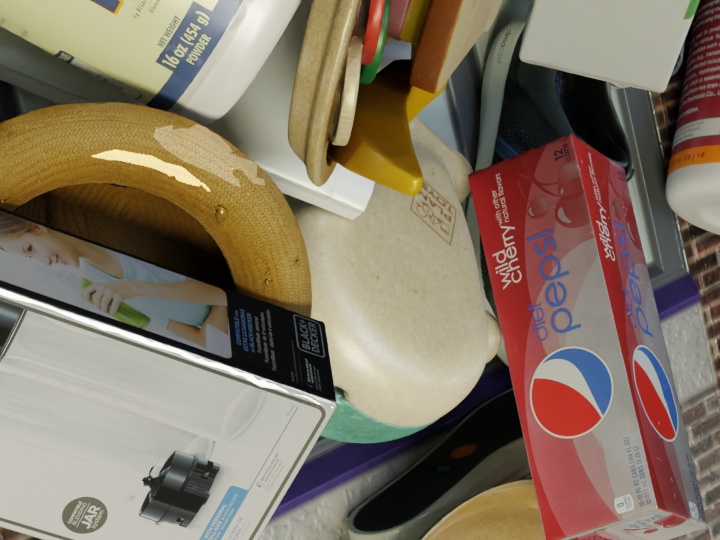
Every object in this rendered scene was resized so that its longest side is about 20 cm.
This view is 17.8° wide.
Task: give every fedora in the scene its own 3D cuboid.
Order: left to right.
[{"bbox_3d":[-0.115,0.001,1.008,0.201,0.200,0.082,50,17,-30],"label":"fedora"}]

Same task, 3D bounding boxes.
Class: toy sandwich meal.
[{"bbox_3d":[0.027,-0.122,0.985,0.070,0.205,0.206,17,71,3],"label":"toy sandwich meal"}]

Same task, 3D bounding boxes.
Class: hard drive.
[{"bbox_3d":[-0.073,-0.120,1.060,0.199,0.026,0.132,22,71,-15],"label":"hard drive"}]

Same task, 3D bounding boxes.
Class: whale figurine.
[{"bbox_3d":[0.000,0.000,1.149,0.159,0.104,0.200,39,38,-21],"label":"whale figurine"}]

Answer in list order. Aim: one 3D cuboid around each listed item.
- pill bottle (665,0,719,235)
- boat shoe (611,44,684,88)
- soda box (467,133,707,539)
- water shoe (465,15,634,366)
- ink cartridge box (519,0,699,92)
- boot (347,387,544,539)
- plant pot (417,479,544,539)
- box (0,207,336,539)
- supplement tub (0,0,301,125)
[{"bbox_3d":[0.251,-0.125,1.370,0.113,0.113,0.201,23,72,-41],"label":"pill bottle"},{"bbox_3d":[0.166,-0.205,1.323,0.072,0.068,0.201,17,76,-42],"label":"boat shoe"},{"bbox_3d":[0.113,0.039,1.156,0.070,0.063,0.201,24,50,-56],"label":"soda box"},{"bbox_3d":[0.105,-0.042,1.248,0.071,0.079,0.201,2,87,-44],"label":"water shoe"},{"bbox_3d":[0.148,-0.219,1.199,0.083,0.147,0.201,13,58,1],"label":"ink cartridge box"},{"bbox_3d":[0.092,0.150,1.235,0.200,0.072,0.145,-33,111,-31],"label":"boot"},{"bbox_3d":[0.074,0.204,1.173,0.199,0.027,0.201,-3,96,-34],"label":"plant pot"},{"bbox_3d":[-0.124,0.050,0.952,0.199,0.117,0.060,21,29,-19],"label":"box"},{"bbox_3d":[-0.117,-0.166,0.961,0.199,0.145,0.145,28,67,-12],"label":"supplement tub"}]
